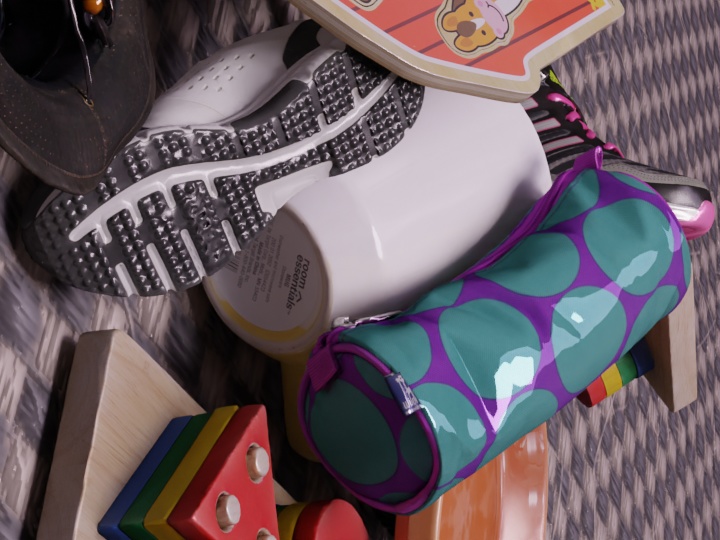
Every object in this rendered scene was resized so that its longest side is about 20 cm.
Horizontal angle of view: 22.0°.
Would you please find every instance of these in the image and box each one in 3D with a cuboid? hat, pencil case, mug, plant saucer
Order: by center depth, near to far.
[{"bbox_3d":[-0.148,-0.118,0.708,0.200,0.080,0.203,-6,90,-75],"label":"hat"},{"bbox_3d":[0.065,0.026,0.864,0.199,0.085,0.093,-33,95,-35],"label":"pencil case"},{"bbox_3d":[0.004,-0.007,0.931,0.153,0.149,0.188,-29,98,-49],"label":"mug"},{"bbox_3d":[0.057,0.130,0.961,0.200,0.032,0.202,2,90,-70],"label":"plant saucer"}]

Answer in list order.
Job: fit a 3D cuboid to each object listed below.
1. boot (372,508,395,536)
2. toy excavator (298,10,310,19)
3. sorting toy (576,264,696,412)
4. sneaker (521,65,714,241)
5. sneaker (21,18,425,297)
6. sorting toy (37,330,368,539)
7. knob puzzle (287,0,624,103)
[{"bbox_3d":[0.066,0.083,1.142,0.182,0.072,0.201,68,30,-47],"label":"boot"},{"bbox_3d":[-0.040,-0.189,0.977,0.200,0.099,0.196,16,67,-75],"label":"toy excavator"},{"bbox_3d":[0.117,-0.016,1.123,0.199,0.069,0.200,55,-7,28],"label":"sorting toy"},{"bbox_3d":[0.101,-0.072,0.998,0.074,0.199,0.088,33,75,-62],"label":"sneaker"},{"bbox_3d":[-0.067,-0.053,0.826,0.199,0.080,0.074,-29,123,-27],"label":"sneaker"},{"bbox_3d":[-0.060,0.157,0.808,0.200,0.069,0.200,51,37,-49],"label":"sorting toy"},{"bbox_3d":[0.027,-0.165,0.845,0.218,0.030,0.221,20,54,-30],"label":"knob puzzle"}]
